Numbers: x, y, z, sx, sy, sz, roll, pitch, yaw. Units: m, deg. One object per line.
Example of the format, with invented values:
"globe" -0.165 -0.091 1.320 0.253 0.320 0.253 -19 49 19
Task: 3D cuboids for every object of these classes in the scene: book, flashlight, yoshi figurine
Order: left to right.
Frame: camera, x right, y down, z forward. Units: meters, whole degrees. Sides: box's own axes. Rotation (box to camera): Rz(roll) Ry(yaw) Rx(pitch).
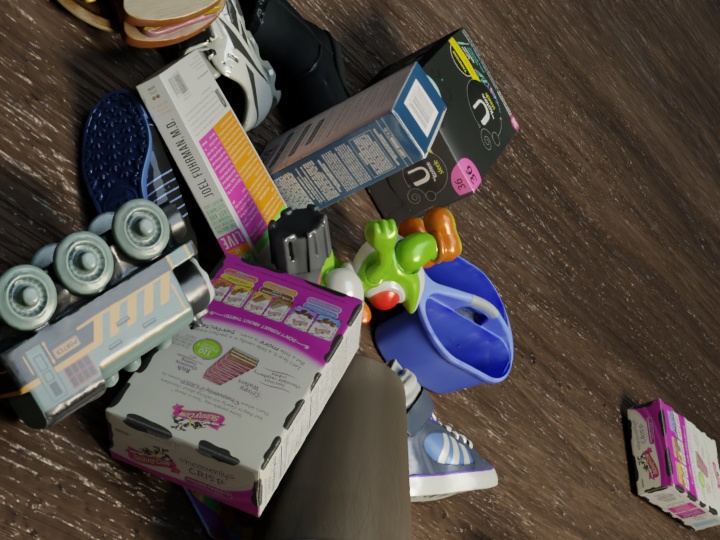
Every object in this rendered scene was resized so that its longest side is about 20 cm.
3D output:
"book" -0.129 -0.095 1.104 0.202 0.048 0.134 64 13 -14
"flashlight" -0.044 0.036 1.106 0.068 0.067 0.202 -126 -154 -54
"yoshi figurine" -0.005 -0.015 1.219 0.199 0.112 0.113 -26 133 -28

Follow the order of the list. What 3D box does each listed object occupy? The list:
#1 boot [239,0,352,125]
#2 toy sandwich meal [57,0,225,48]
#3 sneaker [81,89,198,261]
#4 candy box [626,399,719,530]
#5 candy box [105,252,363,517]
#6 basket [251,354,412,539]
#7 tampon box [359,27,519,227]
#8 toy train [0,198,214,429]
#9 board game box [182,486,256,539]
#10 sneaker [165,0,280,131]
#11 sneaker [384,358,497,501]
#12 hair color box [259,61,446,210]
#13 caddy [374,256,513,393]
"boot" -0.076 -0.208 1.275 0.168 0.076 0.202 30 41 -50
"toy sandwich meal" -0.207 -0.300 1.083 0.203 0.070 0.208 7 77 -31
"sneaker" -0.185 -0.054 1.038 0.078 0.069 0.202 44 30 -66
"candy box" 0.476 0.294 1.815 0.199 0.061 0.138 34 45 -42
"candy box" -0.097 0.086 0.982 0.201 0.135 0.061 -56 159 -43
"basket" -0.019 0.183 1.027 0.181 0.134 0.202 64 22 -46
"tampon box" 0.081 -0.174 1.448 0.151 0.125 0.200 58 33 -14
"toy train" -0.200 0.028 0.901 0.199 0.085 0.115 -35 102 -34
"board game box" -0.106 0.136 1.055 0.202 0.039 0.158 63 32 -8
"sneaker" -0.151 -0.223 1.175 0.201 0.074 0.089 55 32 -20
"sneaker" 0.069 0.163 1.267 0.199 0.080 0.148 7 68 -51
"hair color box" -0.018 -0.119 1.193 0.061 0.199 0.100 53 35 -21
"caddy" 0.101 0.055 1.358 0.199 0.104 0.143 29 47 -46
